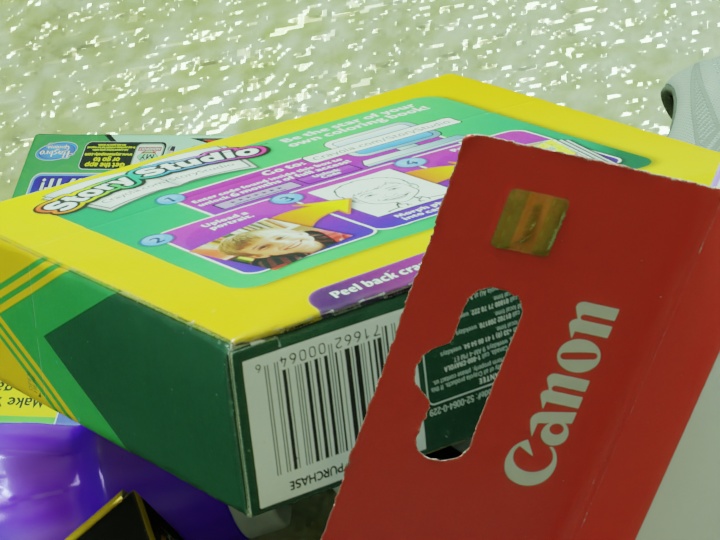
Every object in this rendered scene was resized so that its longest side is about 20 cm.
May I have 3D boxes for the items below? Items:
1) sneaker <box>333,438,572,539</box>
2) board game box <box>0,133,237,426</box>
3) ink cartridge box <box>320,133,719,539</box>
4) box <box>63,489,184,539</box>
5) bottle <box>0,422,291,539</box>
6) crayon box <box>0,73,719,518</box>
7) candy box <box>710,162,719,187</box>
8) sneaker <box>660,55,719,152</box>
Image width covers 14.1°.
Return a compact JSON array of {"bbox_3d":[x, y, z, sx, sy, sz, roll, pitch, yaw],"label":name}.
[{"bbox_3d":[0.016,0.088,0.929,0.076,0.116,0.200,-13,25,-23],"label":"sneaker"},{"bbox_3d":[-0.045,0.010,1.061,0.200,0.029,0.135,1,53,21],"label":"board game box"},{"bbox_3d":[0.103,0.056,0.776,0.200,0.161,0.050,10,37,-11],"label":"ink cartridge box"},{"bbox_3d":[-0.098,0.173,0.870,0.160,0.049,0.200,-39,27,5],"label":"box"},{"bbox_3d":[-0.124,0.091,0.988,0.200,0.084,0.065,-17,57,9],"label":"bottle"},{"bbox_3d":[0.000,0.000,0.912,0.200,0.058,0.172,-17,21,-30],"label":"crayon box"},{"bbox_3d":[0.202,-0.063,0.864,0.071,0.200,0.168,24,92,33],"label":"candy box"},{"bbox_3d":[0.129,0.001,0.983,0.079,0.074,0.200,-11,43,24],"label":"sneaker"}]
